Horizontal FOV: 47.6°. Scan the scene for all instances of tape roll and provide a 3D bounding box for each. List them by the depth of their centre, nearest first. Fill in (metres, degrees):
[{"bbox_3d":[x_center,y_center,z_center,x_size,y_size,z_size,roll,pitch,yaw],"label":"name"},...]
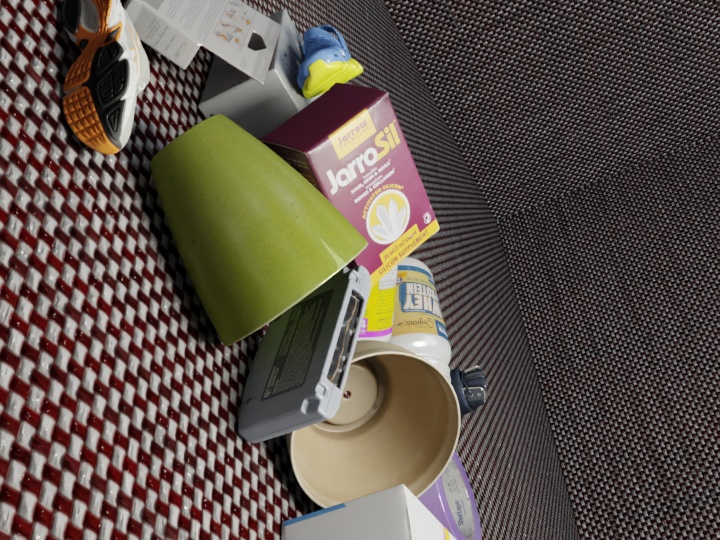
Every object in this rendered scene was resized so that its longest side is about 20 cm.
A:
[{"bbox_3d":[0.126,0.366,1.298,0.200,0.066,0.200,57,21,-35],"label":"tape roll"}]

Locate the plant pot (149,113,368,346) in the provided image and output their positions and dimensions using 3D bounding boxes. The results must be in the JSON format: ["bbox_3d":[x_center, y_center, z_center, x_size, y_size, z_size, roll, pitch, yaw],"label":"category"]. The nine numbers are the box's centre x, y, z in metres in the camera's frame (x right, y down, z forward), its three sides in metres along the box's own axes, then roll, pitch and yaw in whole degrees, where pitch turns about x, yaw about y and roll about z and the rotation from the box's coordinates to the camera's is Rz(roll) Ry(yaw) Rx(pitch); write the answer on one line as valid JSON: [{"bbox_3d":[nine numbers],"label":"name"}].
[{"bbox_3d":[-0.125,-0.055,0.860,0.200,0.187,0.187,54,18,-5],"label":"plant pot"}]

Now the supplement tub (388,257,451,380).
[{"bbox_3d":[0.061,0.095,1.281,0.145,0.144,0.200,46,28,-54],"label":"supplement tub"}]

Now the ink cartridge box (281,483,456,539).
[{"bbox_3d":[0.029,0.348,0.857,0.200,0.147,0.146,54,21,-43],"label":"ink cartridge box"}]

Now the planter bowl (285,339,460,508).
[{"bbox_3d":[-0.002,0.166,0.960,0.200,0.200,0.135,62,-10,-23],"label":"planter bowl"}]

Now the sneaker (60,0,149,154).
[{"bbox_3d":[-0.238,-0.190,0.809,0.092,0.076,0.200,50,25,-59],"label":"sneaker"}]

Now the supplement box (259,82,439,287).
[{"bbox_3d":[-0.008,-0.101,0.970,0.103,0.131,0.200,25,-31,49],"label":"supplement box"}]

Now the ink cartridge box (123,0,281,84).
[{"bbox_3d":[-0.193,-0.306,1.018,0.176,0.045,0.200,32,31,-19],"label":"ink cartridge box"}]

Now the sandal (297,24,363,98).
[{"bbox_3d":[-0.053,-0.285,1.097,0.087,0.079,0.200,61,10,-11],"label":"sandal"}]

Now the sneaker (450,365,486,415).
[{"bbox_3d":[0.134,0.183,1.412,0.202,0.146,0.077,55,22,-35],"label":"sneaker"}]

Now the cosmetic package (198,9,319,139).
[{"bbox_3d":[-0.115,-0.226,1.164,0.199,0.123,0.200,57,18,-35],"label":"cosmetic package"}]

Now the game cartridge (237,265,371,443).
[{"bbox_3d":[-0.062,0.090,0.885,0.042,0.133,0.200,41,43,-24],"label":"game cartridge"}]

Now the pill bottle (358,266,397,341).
[{"bbox_3d":[0.000,0.000,1.148,0.104,0.104,0.200,-36,132,-73],"label":"pill bottle"}]
